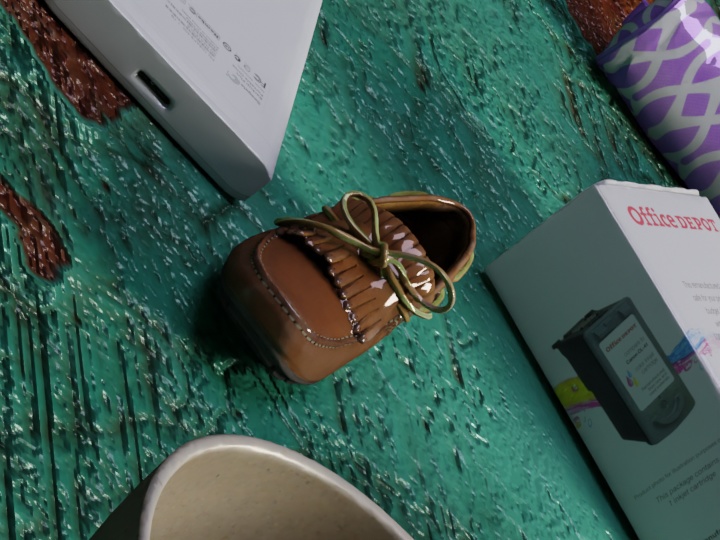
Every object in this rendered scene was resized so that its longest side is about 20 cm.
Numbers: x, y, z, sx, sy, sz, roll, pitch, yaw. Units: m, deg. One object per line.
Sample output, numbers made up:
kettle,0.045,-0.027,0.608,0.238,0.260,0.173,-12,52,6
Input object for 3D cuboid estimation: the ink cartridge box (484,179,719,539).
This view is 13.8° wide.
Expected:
ink cartridge box,0.170,0.061,1.523,0.147,0.086,0.201,5,51,-61

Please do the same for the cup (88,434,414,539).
cup,-0.045,0.170,0.870,0.200,0.143,0.201,43,25,-25

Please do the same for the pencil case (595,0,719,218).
pencil case,0.229,-0.087,1.867,0.200,0.084,0.085,54,-1,-4

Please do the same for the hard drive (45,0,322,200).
hard drive,-0.079,-0.128,1.385,0.132,0.027,0.200,46,24,-17

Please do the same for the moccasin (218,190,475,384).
moccasin,0.001,0.001,1.286,0.074,0.078,0.201,58,23,10
